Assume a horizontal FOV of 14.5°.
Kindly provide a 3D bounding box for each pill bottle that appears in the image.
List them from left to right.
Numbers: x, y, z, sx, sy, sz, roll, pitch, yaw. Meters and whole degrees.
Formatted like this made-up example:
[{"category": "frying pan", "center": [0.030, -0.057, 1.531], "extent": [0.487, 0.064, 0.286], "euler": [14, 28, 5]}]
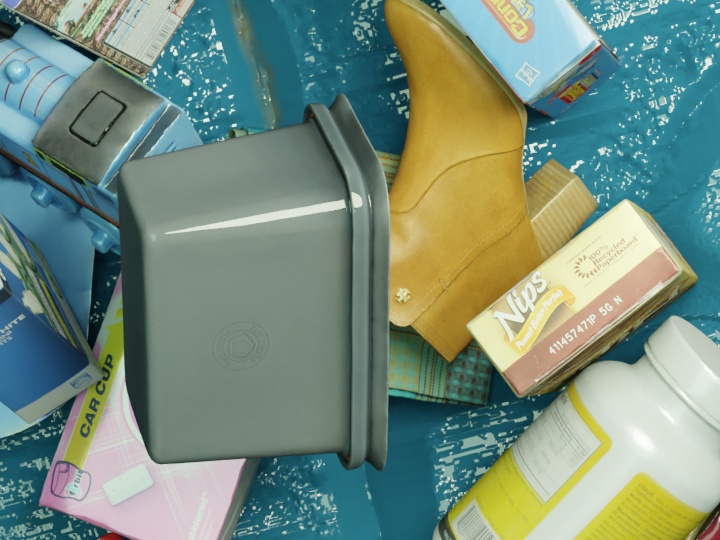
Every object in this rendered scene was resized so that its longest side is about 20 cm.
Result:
[{"category": "pill bottle", "center": [0.144, 0.126, 1.664], "extent": [0.112, 0.112, 0.200], "euler": [44, 103, 6]}]

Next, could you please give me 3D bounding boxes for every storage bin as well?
[{"category": "storage bin", "center": [-0.065, 0.010, 1.579], "extent": [0.133, 0.146, 0.201], "euler": [-7, 124, -13]}]

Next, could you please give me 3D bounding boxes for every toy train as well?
[{"category": "toy train", "center": [-0.176, -0.087, 1.676], "extent": [0.199, 0.114, 0.087], "euler": [32, 73, 24]}]

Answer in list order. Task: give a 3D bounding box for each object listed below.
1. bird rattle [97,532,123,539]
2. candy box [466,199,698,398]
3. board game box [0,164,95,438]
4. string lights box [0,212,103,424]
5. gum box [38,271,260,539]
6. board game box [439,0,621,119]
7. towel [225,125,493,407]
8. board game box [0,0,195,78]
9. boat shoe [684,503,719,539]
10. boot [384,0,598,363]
[{"category": "bird rattle", "center": [-0.156, 0.273, 1.738], "extent": [0.163, 0.113, 0.201], "euler": [33, 95, -15]}, {"category": "candy box", "center": [0.131, 0.018, 1.631], "extent": [0.115, 0.200, 0.055], "euler": [-38, 82, 7]}, {"category": "board game box", "center": [-0.239, 0.008, 1.764], "extent": [0.157, 0.039, 0.202], "euler": [3, 85, 8]}, {"category": "string lights box", "center": [-0.225, 0.007, 1.630], "extent": [0.059, 0.200, 0.103], "euler": [-31, 66, 2]}, {"category": "gum box", "center": [-0.107, 0.068, 1.733], "extent": [0.113, 0.066, 0.201], "euler": [20, 92, 6]}, {"category": "board game box", "center": [0.064, -0.184, 1.644], "extent": [0.056, 0.196, 0.200], "euler": [-39, 84, 7]}, {"category": "towel", "center": [0.000, 0.000, 1.692], "extent": [0.199, 0.022, 0.148], "euler": [10, 93, -24]}, {"category": "board game box", "center": [-0.158, -0.224, 1.667], "extent": [0.097, 0.200, 0.160], "euler": [36, 94, 22]}, {"category": "boat shoe", "center": [0.243, 0.145, 1.682], "extent": [0.074, 0.066, 0.201], "euler": [35, 93, 8]}, {"category": "boot", "center": [0.037, -0.050, 1.646], "extent": [0.144, 0.071, 0.201], "euler": [-43, 116, -5]}]
